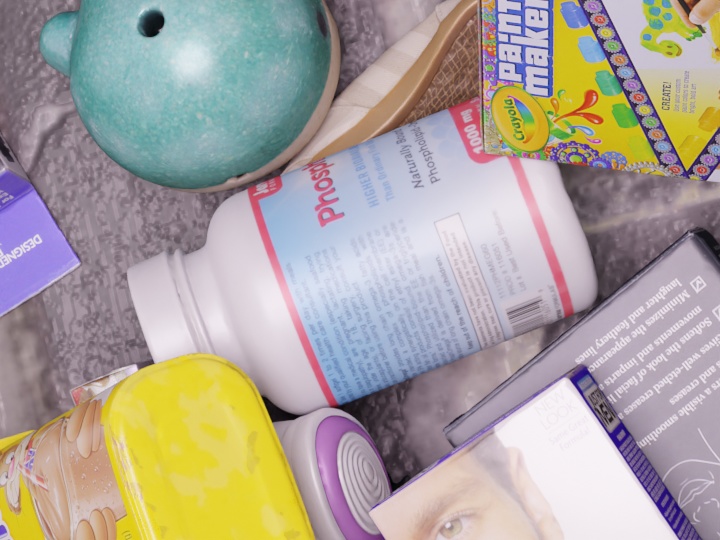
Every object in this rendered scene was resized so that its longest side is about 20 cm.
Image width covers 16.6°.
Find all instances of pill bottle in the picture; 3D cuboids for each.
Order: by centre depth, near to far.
[{"bbox_3d":[0.000,0.000,1.131,0.199,0.109,0.109,-21,88,1],"label":"pill bottle"}]

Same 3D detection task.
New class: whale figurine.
[{"bbox_3d":[-0.090,-0.138,1.176,0.158,0.104,0.201,-19,76,15],"label":"whale figurine"}]

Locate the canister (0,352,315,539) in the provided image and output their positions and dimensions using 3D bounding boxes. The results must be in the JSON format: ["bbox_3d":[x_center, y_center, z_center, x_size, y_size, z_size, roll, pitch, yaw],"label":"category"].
[{"bbox_3d":[-0.104,0.128,1.096,0.086,0.200,0.149,-17,83,-34],"label":"canister"}]

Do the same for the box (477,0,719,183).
[{"bbox_3d":[0.162,-0.152,1.074,0.192,0.122,0.201,8,52,10],"label":"box"}]

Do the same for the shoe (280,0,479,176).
[{"bbox_3d":[0.016,-0.061,1.196,0.070,0.053,0.200,37,104,-23],"label":"shoe"}]

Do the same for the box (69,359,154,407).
[{"bbox_3d":[-0.088,0.143,1.224,0.039,0.041,0.201,-22,88,11],"label":"box"}]

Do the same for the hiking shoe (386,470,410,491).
[{"bbox_3d":[-0.018,0.114,1.199,0.087,0.074,0.200,-38,96,6],"label":"hiking shoe"}]

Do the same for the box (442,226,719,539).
[{"bbox_3d":[0.161,0.103,1.142,0.148,0.107,0.200,-39,84,10],"label":"box"}]

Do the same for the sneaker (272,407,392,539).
[{"bbox_3d":[-0.017,0.159,1.144,0.099,0.075,0.201,-9,104,29],"label":"sneaker"}]

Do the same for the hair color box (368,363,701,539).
[{"bbox_3d":[0.105,0.154,1.070,0.109,0.065,0.200,-35,84,12],"label":"hair color box"}]

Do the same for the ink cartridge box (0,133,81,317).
[{"bbox_3d":[-0.274,-0.036,1.251,0.198,0.043,0.201,-33,87,10],"label":"ink cartridge box"}]
